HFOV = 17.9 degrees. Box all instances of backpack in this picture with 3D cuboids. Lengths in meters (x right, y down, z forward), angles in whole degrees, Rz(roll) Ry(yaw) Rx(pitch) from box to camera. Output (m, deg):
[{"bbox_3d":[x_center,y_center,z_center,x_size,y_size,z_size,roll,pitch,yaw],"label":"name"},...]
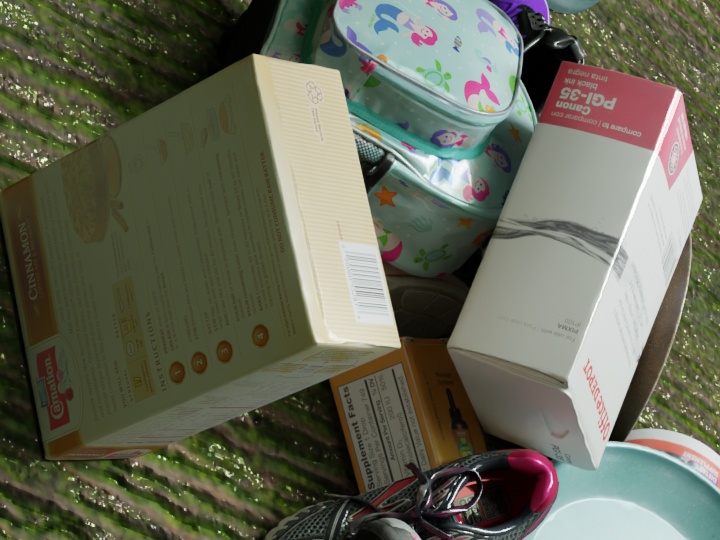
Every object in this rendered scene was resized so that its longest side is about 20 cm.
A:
[{"bbox_3d":[0.020,-0.101,1.416,0.199,0.150,0.178,37,36,-17],"label":"backpack"}]

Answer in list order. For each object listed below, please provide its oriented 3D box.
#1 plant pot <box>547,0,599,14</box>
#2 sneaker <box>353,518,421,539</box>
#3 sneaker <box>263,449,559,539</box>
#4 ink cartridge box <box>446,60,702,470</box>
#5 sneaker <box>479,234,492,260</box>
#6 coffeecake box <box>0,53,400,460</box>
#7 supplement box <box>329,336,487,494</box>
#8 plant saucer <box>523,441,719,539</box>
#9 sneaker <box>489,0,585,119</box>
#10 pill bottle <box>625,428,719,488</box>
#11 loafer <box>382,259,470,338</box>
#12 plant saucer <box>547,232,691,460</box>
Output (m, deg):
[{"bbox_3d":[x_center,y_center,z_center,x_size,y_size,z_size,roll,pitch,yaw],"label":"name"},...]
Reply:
[{"bbox_3d":[0.185,-0.322,1.810,0.200,0.134,0.202,29,49,-40],"label":"plant pot"},{"bbox_3d":[-0.019,0.229,1.233,0.095,0.079,0.202,16,87,-30],"label":"sneaker"},{"bbox_3d":[0.022,0.151,1.319,0.199,0.075,0.081,-26,81,-20],"label":"sneaker"},{"bbox_3d":[0.133,-0.001,1.392,0.201,0.082,0.147,-66,159,-19],"label":"ink cartridge box"},{"bbox_3d":[0.099,0.000,1.557,0.070,0.108,0.201,41,57,-33],"label":"sneaker"},{"bbox_3d":[-0.090,-0.002,1.203,0.073,0.199,0.155,6,67,-51],"label":"coffeecake box"},{"bbox_3d":[0.045,0.145,1.413,0.066,0.068,0.202,6,68,-58],"label":"supplement box"},{"bbox_3d":[0.171,0.204,1.416,0.198,0.036,0.202,13,55,-20],"label":"plant saucer"},{"bbox_3d":[0.123,-0.152,1.657,0.070,0.099,0.201,51,38,-24],"label":"sneaker"},{"bbox_3d":[0.183,0.209,1.521,0.112,0.111,0.201,51,38,-21],"label":"pill bottle"},{"bbox_3d":[0.000,0.000,1.441,0.199,0.072,0.063,9,57,-48],"label":"loafer"},{"bbox_3d":[0.161,0.044,1.538,0.032,0.201,0.201,20,50,-12],"label":"plant saucer"}]
